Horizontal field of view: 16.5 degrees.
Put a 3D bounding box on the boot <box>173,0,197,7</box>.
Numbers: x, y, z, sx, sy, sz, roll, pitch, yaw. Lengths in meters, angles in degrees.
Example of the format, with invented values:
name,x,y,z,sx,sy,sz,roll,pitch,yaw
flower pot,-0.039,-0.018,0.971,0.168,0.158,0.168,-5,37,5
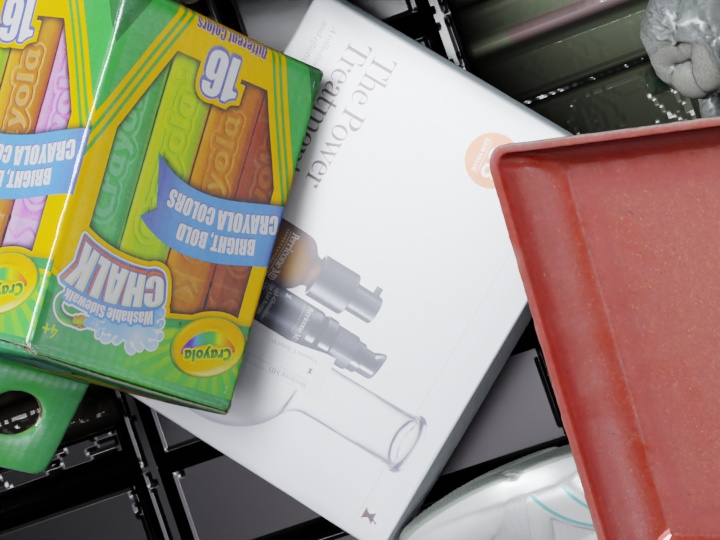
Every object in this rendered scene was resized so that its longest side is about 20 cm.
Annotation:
name,x,y,z,sx,sy,sz,roll,pitch,yaw
boot,-0.091,-0.147,1.063,0.200,0.155,0.072,4,82,21

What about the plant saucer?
name,x,y,z,sx,sy,sz,roll,pitch,yaw
plant saucer,0.161,0.031,0.957,0.200,0.037,0.200,-5,107,43

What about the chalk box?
name,x,y,z,sx,sy,sz,roll,pitch,yaw
chalk box,-0.121,-0.013,1.049,0.124,0.125,0.200,10,84,41

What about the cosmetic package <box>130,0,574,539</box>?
name,x,y,z,sx,sy,sz,roll,pitch,yaw
cosmetic package,0.000,0.000,1.102,0.151,0.052,0.200,31,98,9

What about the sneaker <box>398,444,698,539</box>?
name,x,y,z,sx,sy,sz,roll,pitch,yaw
sneaker,0.114,0.108,1.068,0.200,0.070,0.080,-17,91,13

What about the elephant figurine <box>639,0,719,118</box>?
name,x,y,z,sx,sy,sz,roll,pitch,yaw
elephant figurine,0.189,-0.077,1.028,0.141,0.200,0.155,20,70,27
